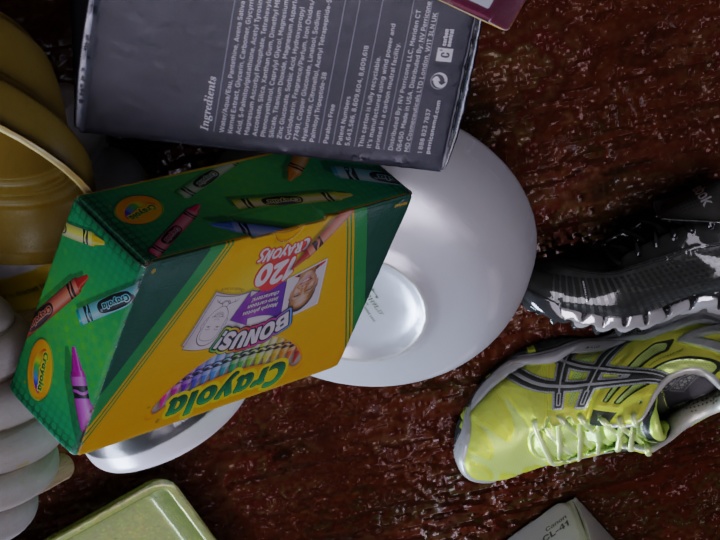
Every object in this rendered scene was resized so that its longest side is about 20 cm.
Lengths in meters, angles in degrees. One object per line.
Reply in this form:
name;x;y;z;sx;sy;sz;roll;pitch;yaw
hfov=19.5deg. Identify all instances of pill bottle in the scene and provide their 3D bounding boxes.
pill bottle;-0.151;0.004;1.181;0.114;0.114;0.201;-27;114;6

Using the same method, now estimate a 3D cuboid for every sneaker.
sneaker;0.190;-0.014;1.266;0.198;0.067;0.091;-1;117;-13
sneaker;0.150;0.082;1.305;0.199;0.077;0.076;-26;122;7

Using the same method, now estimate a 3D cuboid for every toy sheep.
toy sheep;-0.211;0.071;1.081;0.137;0.138;0.202;-5;106;-7

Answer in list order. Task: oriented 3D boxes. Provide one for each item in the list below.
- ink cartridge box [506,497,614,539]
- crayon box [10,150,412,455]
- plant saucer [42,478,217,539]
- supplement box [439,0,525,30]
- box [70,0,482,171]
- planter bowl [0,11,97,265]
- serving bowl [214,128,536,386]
ink cartridge box;0.149;0.273;1.410;0.147;0.086;0.200;-37;120;12
crayon box;-0.073;0.009;1.062;0.199;0.058;0.119;-17;139;-48
plant saucer;-0.159;0.234;1.355;0.199;0.048;0.200;-28;120;7
supplement box;0.028;-0.213;1.041;0.110;0.200;0.086;21;115;-20
box;-0.050;-0.138;1.102;0.198;0.148;0.105;5;119;-13
planter bowl;-0.211;-0.082;1.031;0.199;0.084;0.201;12;159;5
serving bowl;0.000;0.000;1.202;0.198;0.066;0.201;5;134;5
